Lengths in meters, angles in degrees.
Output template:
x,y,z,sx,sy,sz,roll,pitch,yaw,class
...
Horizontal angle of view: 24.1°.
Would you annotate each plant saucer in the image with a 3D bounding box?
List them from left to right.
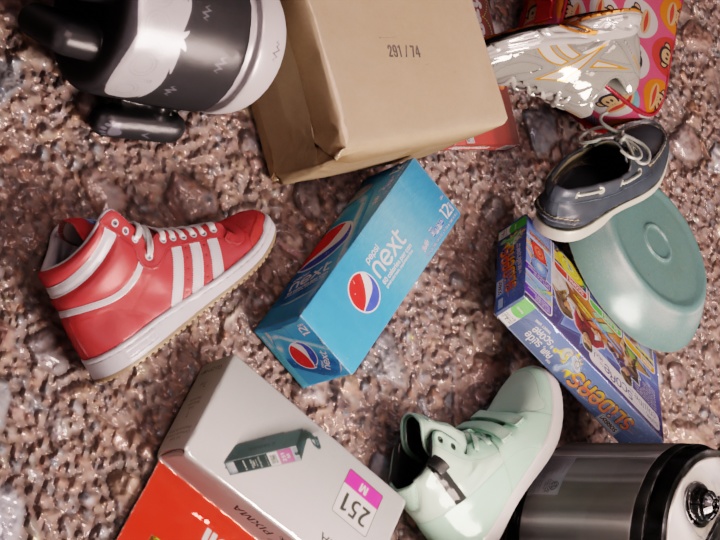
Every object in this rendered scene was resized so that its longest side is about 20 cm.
x,y,z,sx,sy,sz,roll,pitch,yaw,class
0.272,-0.020,1.609,0.200,0.036,0.200,28,47,-34,plant saucer

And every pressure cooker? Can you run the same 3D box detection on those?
x,y,z,sx,sy,sz,roll,pitch,yaw,class
0.245,0.231,1.414,0.179,0.200,0.176,13,76,-46,pressure cooker

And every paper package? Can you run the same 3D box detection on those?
x,y,z,sx,sy,sz,roll,pitch,yaw,class
0.002,-0.183,1.405,0.200,0.103,0.191,-13,86,-42,paper package

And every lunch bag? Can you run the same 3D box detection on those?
x,y,z,sx,sy,sz,roll,pitch,yaw,class
0.225,-0.251,1.637,0.176,0.082,0.200,33,58,-29,lunch bag

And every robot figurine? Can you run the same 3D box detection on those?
x,y,z,sx,sy,sz,roll,pitch,yaw,class
-0.151,-0.185,1.259,0.200,0.150,0.125,6,56,-39,robot figurine

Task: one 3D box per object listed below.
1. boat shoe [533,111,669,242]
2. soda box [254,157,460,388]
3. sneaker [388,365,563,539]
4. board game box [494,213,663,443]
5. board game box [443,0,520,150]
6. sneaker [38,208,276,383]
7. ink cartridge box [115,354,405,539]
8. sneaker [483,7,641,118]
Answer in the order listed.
x,y,z,sx,sy,sz,roll,pitch,yaw,class
0.227,-0.097,1.553,0.200,0.075,0.062,-32,142,-37,boat shoe
0.000,0.000,1.373,0.068,0.064,0.200,50,50,-18,soda box
0.096,0.134,1.407,0.118,0.074,0.201,49,53,-27,sneaker
0.197,0.058,1.513,0.200,0.034,0.135,45,27,-21,board game box
0.089,-0.208,1.539,0.103,0.019,0.200,-5,80,-51,board game box
-0.150,-0.018,1.242,0.200,0.071,0.113,-43,109,-38,sneaker
-0.072,0.191,1.267,0.200,0.044,0.174,43,52,-24,ink cartridge box
0.172,-0.177,1.514,0.200,0.076,0.092,-14,100,-20,sneaker
